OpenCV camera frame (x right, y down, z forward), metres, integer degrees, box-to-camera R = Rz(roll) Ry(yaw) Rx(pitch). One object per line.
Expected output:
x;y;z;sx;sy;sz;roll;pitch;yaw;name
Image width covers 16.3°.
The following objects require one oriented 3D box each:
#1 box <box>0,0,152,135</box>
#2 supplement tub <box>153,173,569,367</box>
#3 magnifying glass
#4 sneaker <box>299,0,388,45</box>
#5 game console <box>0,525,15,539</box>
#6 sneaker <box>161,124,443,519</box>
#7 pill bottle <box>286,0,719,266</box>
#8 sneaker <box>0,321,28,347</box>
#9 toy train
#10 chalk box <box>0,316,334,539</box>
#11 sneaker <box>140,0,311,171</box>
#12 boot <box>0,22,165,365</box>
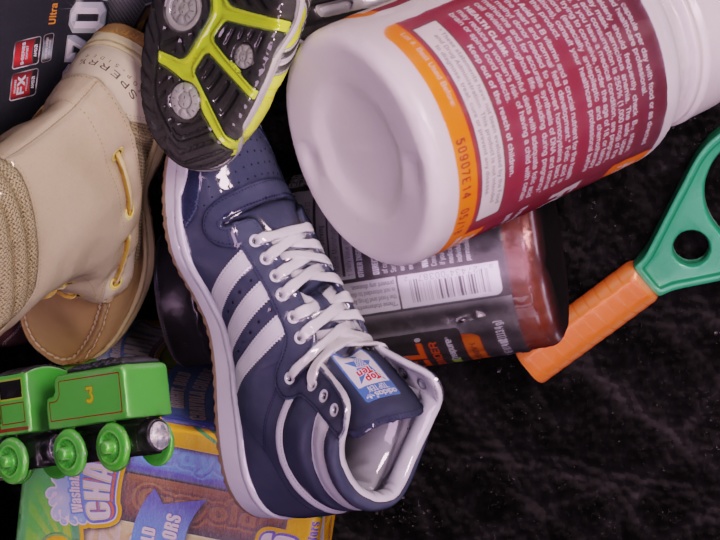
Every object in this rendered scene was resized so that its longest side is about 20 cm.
-0.131;-0.158;1.172;0.046;0.158;0.201;49;142;34;box
0.000;0.000;1.262;0.199;0.107;0.108;-9;109;11;supplement tub
0.163;-0.009;1.284;0.200;0.022;0.080;-38;102;17;magnifying glass
-0.011;-0.204;1.209;0.075;0.081;0.201;-3;91;23;sneaker
-0.274;0.143;1.319;0.200;0.176;0.116;43;102;-13;game console
-0.025;0.018;1.155;0.108;0.070;0.201;0;103;51;sneaker
0.075;-0.088;1.165;0.199;0.114;0.115;-24;112;-30;pill bottle
-0.254;0.015;1.323;0.199;0.115;0.076;13;78;34;sneaker
-0.165;0.075;1.216;0.199;0.042;0.057;-10;85;41;toy train
-0.111;0.103;1.306;0.199;0.125;0.125;11;112;2;chalk box
-0.039;-0.139;1.133;0.075;0.076;0.201;21;96;29;sneaker
-0.156;-0.002;1.171;0.073;0.156;0.201;31;134;10;boot
